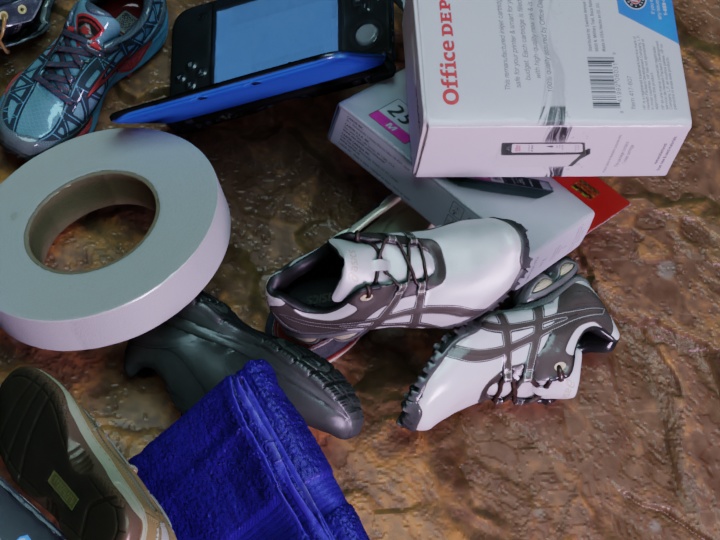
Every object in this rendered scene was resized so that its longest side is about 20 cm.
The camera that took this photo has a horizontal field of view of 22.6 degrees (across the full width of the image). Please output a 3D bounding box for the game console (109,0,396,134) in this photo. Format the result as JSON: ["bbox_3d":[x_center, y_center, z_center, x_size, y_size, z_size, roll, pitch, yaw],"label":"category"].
[{"bbox_3d":[-0.084,-0.183,1.413,0.200,0.118,0.171,-13,59,19],"label":"game console"}]

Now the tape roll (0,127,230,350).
[{"bbox_3d":[-0.197,-0.026,1.353,0.202,0.037,0.203,-10,46,10],"label":"tape roll"}]

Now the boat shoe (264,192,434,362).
[{"bbox_3d":[0.000,0.000,1.410,0.071,0.063,0.200,43,64,11],"label":"boat shoe"}]

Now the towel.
[{"bbox_3d":[-0.077,0.179,1.260,0.050,0.148,0.200,8,47,-58],"label":"towel"}]

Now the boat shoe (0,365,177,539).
[{"bbox_3d":[-0.195,0.146,1.286,0.076,0.072,0.200,22,21,-48],"label":"boat shoe"}]

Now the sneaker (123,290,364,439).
[{"bbox_3d":[-0.088,0.083,1.338,0.200,0.076,0.091,28,94,22],"label":"sneaker"}]

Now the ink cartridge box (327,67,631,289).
[{"bbox_3d":[0.103,-0.090,1.425,0.200,0.044,0.173,40,46,19],"label":"ink cartridge box"}]

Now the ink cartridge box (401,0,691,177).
[{"bbox_3d":[0.135,-0.151,1.358,0.199,0.084,0.146,0,65,-6],"label":"ink cartridge box"}]

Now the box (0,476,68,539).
[{"bbox_3d":[-0.275,0.252,1.231,0.159,0.046,0.200,39,63,11],"label":"box"}]

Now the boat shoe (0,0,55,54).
[{"bbox_3d":[-0.309,-0.195,1.450,0.091,0.071,0.201,16,58,3],"label":"boat shoe"}]

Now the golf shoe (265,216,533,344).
[{"bbox_3d":[0.025,0.006,1.307,0.200,0.094,0.078,-18,72,12],"label":"golf shoe"}]

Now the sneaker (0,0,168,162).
[{"bbox_3d":[-0.227,-0.176,1.442,0.079,0.096,0.200,29,61,7],"label":"sneaker"}]

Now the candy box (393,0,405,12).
[{"bbox_3d":[0.124,-0.186,1.496,0.200,0.061,0.136,48,24,17],"label":"candy box"}]

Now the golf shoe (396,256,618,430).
[{"bbox_3d":[0.118,0.071,1.377,0.200,0.078,0.094,-37,74,-25],"label":"golf shoe"}]
